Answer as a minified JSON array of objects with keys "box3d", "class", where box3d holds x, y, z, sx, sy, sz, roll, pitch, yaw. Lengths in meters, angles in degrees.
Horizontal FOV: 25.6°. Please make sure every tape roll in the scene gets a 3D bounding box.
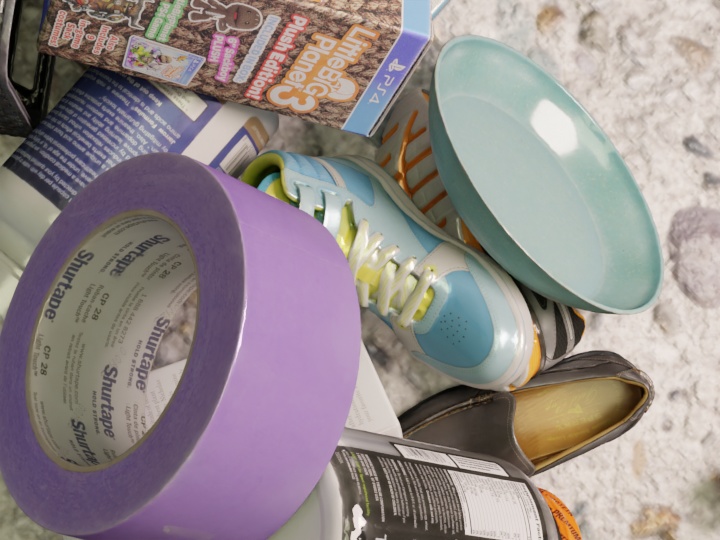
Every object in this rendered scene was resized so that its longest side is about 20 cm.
[{"box3d":[-0.100,0.046,0.827,0.085,0.199,0.201,25,80,-42],"class":"tape roll"}]

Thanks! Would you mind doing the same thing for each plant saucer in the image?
[{"box3d":[0.105,-0.052,0.962,0.036,0.200,0.200,-38,89,32],"class":"plant saucer"}]

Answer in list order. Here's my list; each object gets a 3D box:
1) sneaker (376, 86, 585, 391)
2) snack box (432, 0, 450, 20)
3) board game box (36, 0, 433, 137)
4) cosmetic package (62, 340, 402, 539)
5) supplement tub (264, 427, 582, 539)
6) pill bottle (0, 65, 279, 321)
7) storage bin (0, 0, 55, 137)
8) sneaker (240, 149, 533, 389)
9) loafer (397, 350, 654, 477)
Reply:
[{"box3d":[0.074,-0.022,0.995,0.077,0.078,0.201,-13,75,-38],"class":"sneaker"},{"box3d":[-0.020,-0.236,1.019,0.200,0.037,0.116,42,81,0],"class":"snack box"},{"box3d":[-0.066,-0.187,0.893,0.199,0.097,0.160,13,56,-17],"class":"board game box"},{"box3d":[-0.081,0.107,0.940,0.199,0.071,0.102,-19,50,-7],"class":"cosmetic package"},{"box3d":[0.024,0.155,0.873,0.199,0.122,0.123,17,81,-41],"class":"supplement tub"},{"box3d":[-0.150,-0.051,0.950,0.111,0.111,0.200,40,82,0],"class":"pill bottle"},{"box3d":[-0.227,-0.161,0.908,0.093,0.200,0.136,8,83,-6],"class":"storage bin"},{"box3d":[0.000,0.000,0.916,0.200,0.130,0.080,41,113,35],"class":"sneaker"},{"box3d":[0.086,0.099,0.978,0.199,0.072,0.073,-25,88,-7],"class":"loafer"}]
